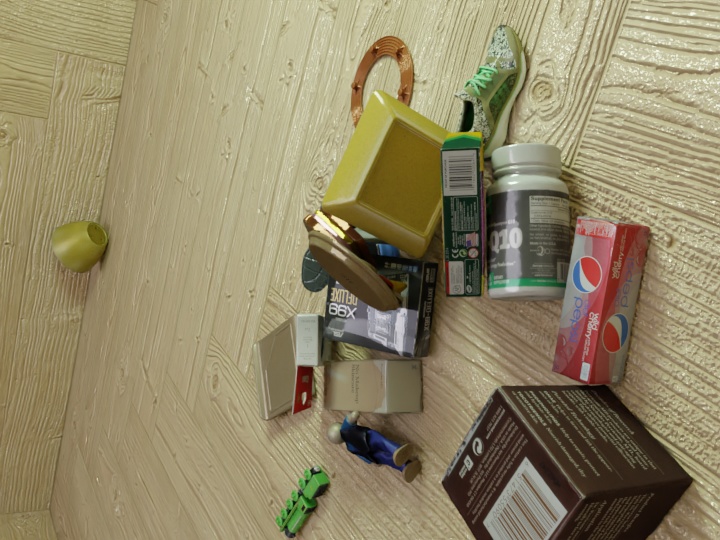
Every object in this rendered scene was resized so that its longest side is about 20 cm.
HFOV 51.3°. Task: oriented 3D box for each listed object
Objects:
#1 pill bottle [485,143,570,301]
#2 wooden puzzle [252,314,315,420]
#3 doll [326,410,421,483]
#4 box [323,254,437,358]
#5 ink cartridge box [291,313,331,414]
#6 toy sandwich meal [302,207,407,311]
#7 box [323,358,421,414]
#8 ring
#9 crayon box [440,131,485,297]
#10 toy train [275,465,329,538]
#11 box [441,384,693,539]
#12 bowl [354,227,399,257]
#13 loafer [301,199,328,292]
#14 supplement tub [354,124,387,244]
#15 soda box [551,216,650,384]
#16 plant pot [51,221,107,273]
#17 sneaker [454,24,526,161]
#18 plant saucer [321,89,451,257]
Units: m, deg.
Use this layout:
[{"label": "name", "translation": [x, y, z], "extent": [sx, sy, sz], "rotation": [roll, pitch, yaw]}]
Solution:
[{"label": "pill bottle", "translation": [0.227, -0.062, 1.017], "extent": [0.113, 0.112, 0.203], "rotation": [-10, 78, 55]}, {"label": "wooden puzzle", "translation": [-0.167, 0.215, 1.642], "extent": [0.199, 0.037, 0.187], "rotation": [-33, 59, 44]}, {"label": "doll", "translation": [0.013, 0.301, 1.306], "extent": [0.199, 0.048, 0.137], "rotation": [9, 133, 48]}, {"label": "box", "translation": [0.031, 0.053, 1.288], "extent": [0.198, 0.050, 0.160], "rotation": [10, 95, 37]}, {"label": "ink cartridge box", "translation": [-0.088, 0.176, 1.415], "extent": [0.200, 0.044, 0.179], "rotation": [50, -139, -82]}, {"label": "toy sandwich meal", "translation": [-0.005, -0.017, 1.187], "extent": [0.070, 0.205, 0.205], "rotation": [-50, 34, -12]}, {"label": "box", "translation": [0.019, 0.204, 1.326], "extent": [0.199, 0.077, 0.096], "rotation": [-14, 74, 55]}, {"label": "ring", "translation": [0.033, -0.343, 1.420], "extent": [0.200, 0.019, 0.203], "rotation": [-11, 76, 55]}, {"label": "crayon box", "translation": [0.147, -0.085, 1.060], "extent": [0.173, 0.058, 0.203], "rotation": [-62, -30, -71]}, {"label": "toy train", "translation": [-0.119, 0.477, 1.535], "extent": [0.057, 0.041, 0.201], "rotation": [50, 127, 33]}, {"label": "box", "translation": [0.238, 0.250, 0.888], "extent": [0.165, 0.198, 0.167], "rotation": [53, 128, 44]}, {"label": "bowl", "translation": [0.000, 0.000, 1.411], "extent": [0.200, 0.039, 0.203], "rotation": [-10, 78, 56]}, {"label": "loafer", "translation": [-0.058, -0.055, 1.429], "extent": [0.071, 0.063, 0.202], "rotation": [22, 111, 11]}, {"label": "supplement tub", "translation": [0.056, -0.148, 1.255], "extent": [0.140, 0.139, 0.203], "rotation": [1, 87, 56]}, {"label": "soda box", "translation": [0.300, 0.037, 0.936], "extent": [0.063, 0.069, 0.203], "rotation": [18, 101, 56]}, {"label": "plant pot", "translation": [-1.061, -0.111, 2.887], "extent": [0.141, 0.199, 0.202], "rotation": [-26, 62, 24]}, {"label": "sneaker", "translation": [0.185, -0.269, 1.123], "extent": [0.077, 0.088, 0.202], "rotation": [24, 106, 54]}, {"label": "plant saucer", "translation": [0.068, -0.141, 1.144], "extent": [0.202, 0.199, 0.048], "rotation": [-65, 25, 2]}]
